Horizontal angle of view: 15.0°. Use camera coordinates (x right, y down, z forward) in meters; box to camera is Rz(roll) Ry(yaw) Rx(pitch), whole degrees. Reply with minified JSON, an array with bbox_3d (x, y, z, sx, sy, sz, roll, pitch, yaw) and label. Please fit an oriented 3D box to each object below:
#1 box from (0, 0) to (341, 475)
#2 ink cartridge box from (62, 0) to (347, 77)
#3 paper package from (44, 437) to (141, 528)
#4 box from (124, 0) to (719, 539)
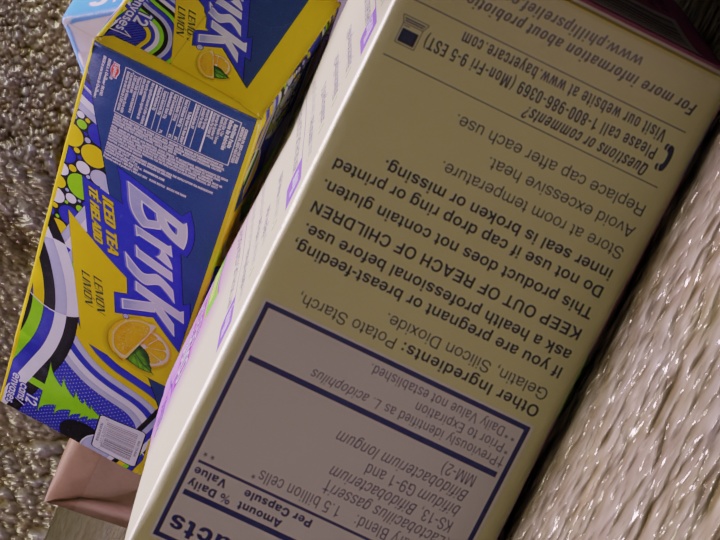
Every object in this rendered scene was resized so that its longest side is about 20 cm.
[{"bbox_3d":[-0.070,-0.020,0.959,0.070,0.064,0.201,-59,-5,-42],"label":"box"},{"bbox_3d":[-0.027,-0.127,1.052,0.200,0.114,0.068,-70,-34,-55],"label":"ink cartridge box"},{"bbox_3d":[-0.064,0.018,1.390,0.201,0.103,0.191,-74,9,-51],"label":"paper package"},{"bbox_3d":[0.017,-0.006,0.832,0.201,0.096,0.176,-63,6,12],"label":"box"}]
